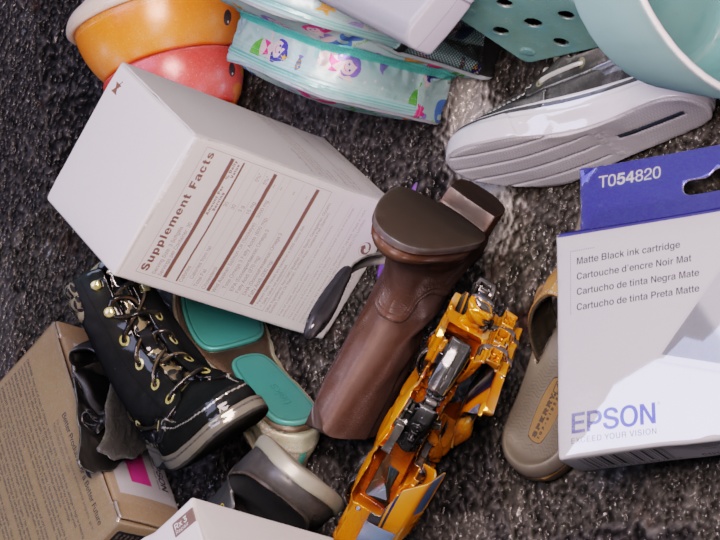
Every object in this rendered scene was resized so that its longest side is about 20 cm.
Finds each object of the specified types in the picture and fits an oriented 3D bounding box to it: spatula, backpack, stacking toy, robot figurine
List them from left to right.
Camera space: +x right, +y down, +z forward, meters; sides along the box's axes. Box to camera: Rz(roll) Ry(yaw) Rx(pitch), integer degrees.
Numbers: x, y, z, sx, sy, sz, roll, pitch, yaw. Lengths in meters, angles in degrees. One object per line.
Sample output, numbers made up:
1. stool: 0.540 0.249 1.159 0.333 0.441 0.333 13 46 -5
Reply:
1. stacking toy: -0.136 -0.122 1.891 0.146 0.146 0.200 -22 80 41
2. backpack: -0.015 -0.192 1.702 0.177 0.200 0.151 28 97 47
3. spatula: 0.000 0.000 1.661 0.021 0.200 0.057 32 122 8
4. robot figurine: 0.045 0.100 1.588 0.200 0.058 0.145 -62 0 28

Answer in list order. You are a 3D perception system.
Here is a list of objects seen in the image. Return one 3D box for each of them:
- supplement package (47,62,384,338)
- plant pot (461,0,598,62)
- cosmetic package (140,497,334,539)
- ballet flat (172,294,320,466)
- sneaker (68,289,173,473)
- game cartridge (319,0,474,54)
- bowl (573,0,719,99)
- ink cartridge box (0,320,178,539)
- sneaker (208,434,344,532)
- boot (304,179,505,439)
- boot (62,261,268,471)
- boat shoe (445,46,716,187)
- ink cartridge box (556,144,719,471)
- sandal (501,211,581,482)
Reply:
1. supplement package: -0.096 -0.047 1.737 0.117 0.200 0.117 -59 43 13
2. plant pot: 0.130 -0.247 1.591 0.141 0.141 0.200 -9 62 45
3. cosmetic package: -0.063 0.228 1.603 0.113 0.200 0.081 -44 48 28
4. ballet flat: -0.090 0.077 1.793 0.200 0.067 0.062 -123 34 -44
5. sneaker: -0.173 0.062 1.851 0.060 0.104 0.200 -28 57 38
6. game cartridge: 0.051 -0.242 1.541 0.133 0.041 0.200 32 97 50
7. bowl: 0.202 -0.187 1.485 0.105 0.200 0.201 -18 63 55
8. ink cartridge box: -0.233 0.169 1.899 0.165 0.075 0.200 -44 48 26
9. sneaker: -0.076 0.180 1.658 0.106 0.075 0.200 -49 -2 -16
10. boot: 0.011 0.041 1.614 0.064 0.186 0.200 38 109 16
11. boot: -0.142 0.059 1.712 0.154 0.073 0.204 60 162 -2
12. boat shoe: 0.146 -0.109 1.609 0.200 0.072 0.071 -15 57 32
13. ink cartridge box: 0.212 0.011 1.473 0.199 0.041 0.201 -10 68 29
14. sandal: 0.132 0.037 1.571 0.082 0.055 0.200 32 100 47
